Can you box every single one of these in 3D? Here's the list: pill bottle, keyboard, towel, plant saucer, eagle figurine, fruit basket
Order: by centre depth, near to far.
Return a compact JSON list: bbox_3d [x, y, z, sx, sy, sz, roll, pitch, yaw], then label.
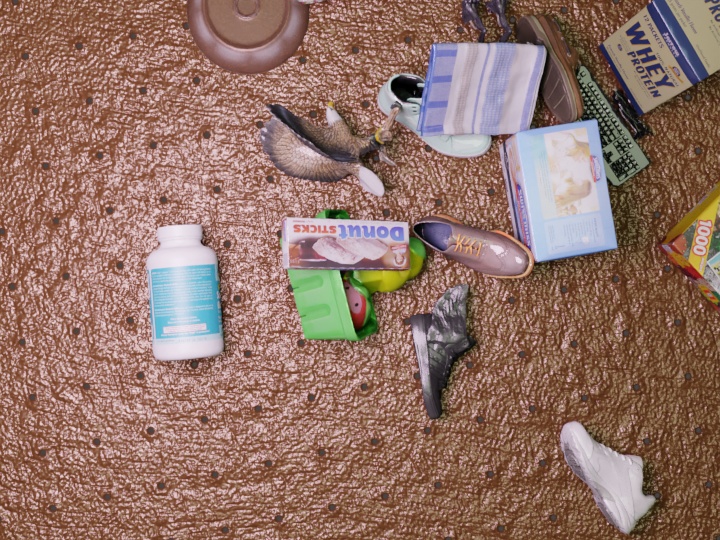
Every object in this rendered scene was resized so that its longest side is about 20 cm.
[{"bbox_3d":[0.186,-0.271,1.395,0.197,0.024,0.149,-4,121,-23],"label":"towel"},{"bbox_3d":[-0.271,0.033,1.421,0.109,0.111,0.203,-4,90,-2],"label":"pill bottle"},{"bbox_3d":[-0.051,-0.197,1.423,0.197,0.151,0.153,-8,126,-15],"label":"eagle figurine"},{"bbox_3d":[0.000,0.000,1.424,0.213,0.155,0.219,1,94,15],"label":"fruit basket"},{"bbox_3d":[-0.181,-0.418,1.470,0.197,0.037,0.203,0,88,-2],"label":"plant saucer"},{"bbox_3d":[0.398,-0.244,1.486,0.104,0.040,0.201,-35,91,-2],"label":"keyboard"}]

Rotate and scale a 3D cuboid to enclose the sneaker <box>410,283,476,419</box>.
[{"bbox_3d":[0.138,0.128,1.459,0.103,0.060,0.203,-10,86,2],"label":"sneaker"}]

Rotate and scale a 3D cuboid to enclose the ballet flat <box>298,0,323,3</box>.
[{"bbox_3d":[-0.015,-0.481,1.463,0.200,0.076,0.064,-43,134,1],"label":"ballet flat"}]

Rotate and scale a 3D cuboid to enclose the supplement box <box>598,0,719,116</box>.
[{"bbox_3d":[0.509,-0.363,1.401,0.199,0.200,0.135,-32,90,-9],"label":"supplement box"}]

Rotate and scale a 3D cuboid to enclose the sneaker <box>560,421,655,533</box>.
[{"bbox_3d":[0.396,0.312,1.466,0.099,0.078,0.201,-36,99,-9],"label":"sneaker"}]

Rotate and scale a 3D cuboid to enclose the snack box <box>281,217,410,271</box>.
[{"bbox_3d":[-0.019,-0.037,1.349,0.198,0.024,0.073,1,81,-26],"label":"snack box"}]

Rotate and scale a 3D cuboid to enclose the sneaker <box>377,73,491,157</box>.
[{"bbox_3d":[0.120,-0.239,1.436,0.198,0.118,0.074,26,87,-3],"label":"sneaker"}]

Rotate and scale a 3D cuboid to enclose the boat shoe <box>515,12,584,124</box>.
[{"bbox_3d":[0.315,-0.323,1.446,0.067,0.072,0.202,-12,70,-19],"label":"boat shoe"}]

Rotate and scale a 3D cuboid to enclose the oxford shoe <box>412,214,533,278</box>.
[{"bbox_3d":[0.169,-0.033,1.414,0.198,0.073,0.072,19,102,30],"label":"oxford shoe"}]

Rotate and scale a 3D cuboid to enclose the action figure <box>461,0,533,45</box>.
[{"bbox_3d":[0.212,-0.334,1.451,0.117,0.102,0.203,-8,88,-14],"label":"action figure"}]

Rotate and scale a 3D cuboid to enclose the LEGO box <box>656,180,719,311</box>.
[{"bbox_3d":[0.602,-0.057,1.470,0.200,0.077,0.149,-45,90,-2],"label":"LEGO box"}]

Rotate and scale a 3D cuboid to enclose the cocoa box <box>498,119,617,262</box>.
[{"bbox_3d":[0.306,-0.118,1.434,0.131,0.131,0.203,-9,89,-2],"label":"cocoa box"}]
